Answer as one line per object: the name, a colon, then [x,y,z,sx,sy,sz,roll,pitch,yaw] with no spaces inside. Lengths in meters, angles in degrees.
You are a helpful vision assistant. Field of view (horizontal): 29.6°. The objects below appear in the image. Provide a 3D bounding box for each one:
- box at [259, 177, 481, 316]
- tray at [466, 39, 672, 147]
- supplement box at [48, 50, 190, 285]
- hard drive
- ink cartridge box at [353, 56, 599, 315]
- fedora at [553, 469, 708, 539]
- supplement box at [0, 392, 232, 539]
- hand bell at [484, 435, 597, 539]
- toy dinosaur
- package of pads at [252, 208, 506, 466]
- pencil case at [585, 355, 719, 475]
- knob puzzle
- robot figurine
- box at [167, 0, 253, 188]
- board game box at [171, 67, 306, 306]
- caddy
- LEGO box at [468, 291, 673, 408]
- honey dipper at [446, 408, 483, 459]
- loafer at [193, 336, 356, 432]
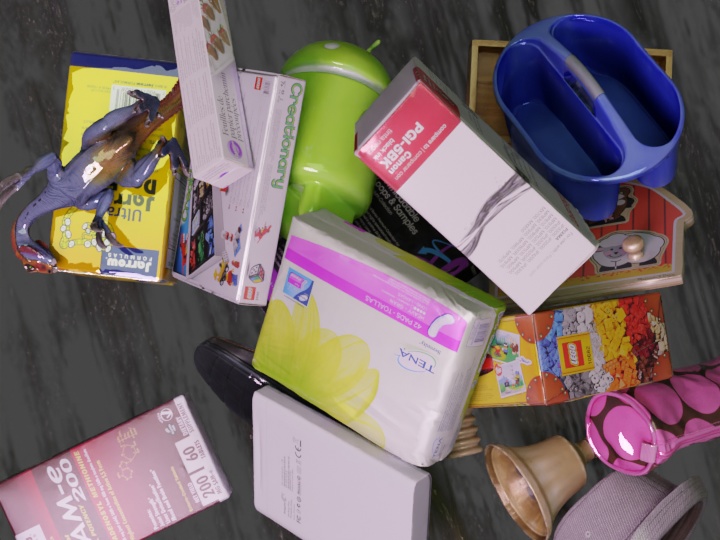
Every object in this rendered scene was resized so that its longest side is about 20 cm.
box: [0.000,0.000,1.296,0.199,0.036,0.143,-36,62,-2]
tray: [0.204,-0.170,1.339,0.197,0.037,0.100,3,87,-1]
supplement box: [-0.221,-0.092,1.282,0.108,0.109,0.203,6,87,0]
hard drive: [-0.021,0.199,1.220,0.027,0.199,0.133,-23,126,-41]
ink cartridge box: [0.092,-0.073,1.137,0.200,0.147,0.083,42,102,-10]
fedora: [0.238,0.254,1.267,0.090,0.202,0.176,37,43,26]
supplement box: [-0.233,0.207,1.292,0.198,0.061,0.110,-26,89,-2]
hand bell: [0.228,0.165,1.312,0.199,0.104,0.105,-29,89,-16]
toy dinosaur: [-0.231,-0.075,1.203,0.180,0.200,0.105,-28,104,32]
package of pads: [0.010,0.059,1.172,0.199,0.068,0.156,28,113,25]
pencil case: [0.303,0.132,1.255,0.198,0.094,0.092,-12,132,-34]
knob puzzle: [0.209,-0.043,1.265,0.217,0.220,0.031,-22,120,-3]
robot figurine: [-0.033,-0.126,1.277,0.174,0.116,0.202,-1,66,34]
box: [-0.135,-0.172,1.204,0.041,0.038,0.202,-29,60,32]
board game box: [-0.112,-0.080,1.227,0.034,0.126,0.203,6,97,-37]
caddy: [0.206,-0.146,1.234,0.140,0.105,0.201,-28,56,-6]
LEGO box: [0.156,0.074,1.222,0.147,0.199,0.078,-8,88,-31]
honey dipper: [0.080,0.080,1.326,0.037,0.038,0.203,-12,83,-3]
loafer: [-0.066,0.116,1.308,0.199,0.073,0.073,31,49,6]
